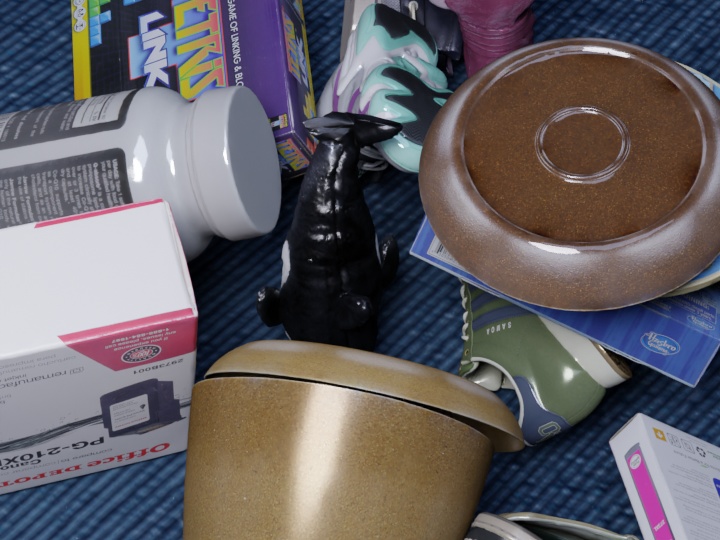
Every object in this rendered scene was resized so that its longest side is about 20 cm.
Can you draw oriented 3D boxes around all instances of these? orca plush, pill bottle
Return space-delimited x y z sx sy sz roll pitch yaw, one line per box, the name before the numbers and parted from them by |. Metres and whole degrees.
orca plush | 0.000 0.000 1.012 0.105 0.201 0.071 -5 34 -35
pill bottle | -0.159 -0.054 1.016 0.199 0.116 0.117 -8 58 16

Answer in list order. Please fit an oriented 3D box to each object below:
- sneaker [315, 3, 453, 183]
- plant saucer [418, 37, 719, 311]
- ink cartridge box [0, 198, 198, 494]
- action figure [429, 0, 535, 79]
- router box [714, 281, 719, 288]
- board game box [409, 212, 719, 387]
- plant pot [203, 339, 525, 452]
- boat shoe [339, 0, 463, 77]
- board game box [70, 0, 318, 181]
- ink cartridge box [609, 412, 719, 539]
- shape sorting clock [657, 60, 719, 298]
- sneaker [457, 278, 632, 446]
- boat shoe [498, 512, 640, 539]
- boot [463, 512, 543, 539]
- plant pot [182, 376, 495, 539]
sneaker | 0.006 -0.085 1.109 0.078 0.140 0.200 25 27 -16
plant saucer | 0.133 -0.069 0.960 0.199 0.032 0.201 -4 57 5
ink cartridge box | -0.178 0.052 0.968 0.144 0.200 0.085 -12 64 -13
action figure | 0.096 -0.178 1.140 0.148 0.201 0.134 -23 39 -12
router box | 0.236 -0.069 1.112 0.149 0.051 0.200 34 30 17
board game box | 0.146 -0.026 1.072 0.199 0.043 0.199 25 28 0
plant pot | 0.004 0.076 0.974 0.199 0.200 0.028 12 77 1
boat shoe | 0.039 -0.235 1.243 0.092 0.075 0.201 9 66 -9
board game box | -0.121 -0.142 1.135 0.165 0.057 0.201 -18 59 16
ink cartridge box | 0.221 0.181 0.974 0.094 0.037 0.200 24 31 -29
shape sorting clock | 0.164 -0.067 0.997 0.199 0.039 0.201 3 53 -4
sneaker | 0.092 0.036 1.081 0.090 0.067 0.200 -47 48 9
boat shoe | 0.163 0.206 0.988 0.199 0.068 0.075 18 56 3
boot | 0.088 0.255 0.916 0.151 0.073 0.200 -41 110 -21
plant pot | -0.030 0.184 0.936 0.186 0.186 0.201 12 74 1
